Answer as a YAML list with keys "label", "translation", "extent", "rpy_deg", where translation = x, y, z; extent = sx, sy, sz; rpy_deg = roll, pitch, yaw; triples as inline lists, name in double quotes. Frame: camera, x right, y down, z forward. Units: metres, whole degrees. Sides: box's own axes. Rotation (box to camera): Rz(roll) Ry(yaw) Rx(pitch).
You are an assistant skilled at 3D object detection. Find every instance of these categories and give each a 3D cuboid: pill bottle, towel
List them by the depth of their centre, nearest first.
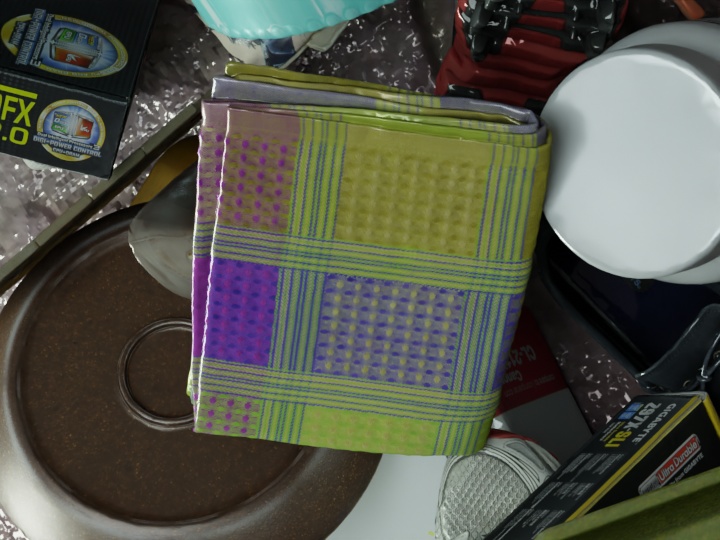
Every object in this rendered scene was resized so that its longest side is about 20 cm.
- label: "towel"
  translation: [0.000, 0.000, 1.266]
  extent: [0.143, 0.023, 0.200]
  rpy_deg: [6, 132, 0]
- label: "pill bottle"
  translation: [0.155, -0.054, 1.304]
  extent: [0.113, 0.200, 0.114]
  rpy_deg: [4, 99, 26]

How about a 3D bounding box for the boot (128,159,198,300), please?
- label: "boot"
  translation: [0.002, -0.021, 1.367]
  extent: [0.186, 0.200, 0.064]
  rpy_deg: [12, 110, 6]

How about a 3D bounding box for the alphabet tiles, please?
- label: "alphabet tiles"
  translation: [-0.143, -0.021, 1.449]
  extent: [0.200, 0.166, 0.006]
  rpy_deg: [-42, 92, -17]

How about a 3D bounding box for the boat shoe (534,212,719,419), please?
- label: "boat shoe"
  translation: [0.155, 0.034, 1.378]
  extent: [0.200, 0.062, 0.075]
  rpy_deg: [42, 113, -2]

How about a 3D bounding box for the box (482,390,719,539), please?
- label: "box"
  translation: [0.112, 0.174, 1.321]
  extent: [0.049, 0.200, 0.160]
  rpy_deg: [-2, 119, 49]

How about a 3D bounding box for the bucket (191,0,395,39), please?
- label: "bucket"
  translation: [-0.020, -0.205, 1.298]
  extent: [0.207, 0.207, 0.135]
  rpy_deg: [-14, 121, 27]

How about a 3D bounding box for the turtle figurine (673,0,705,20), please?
- label: "turtle figurine"
  translation: [0.150, -0.223, 1.361]
  extent: [0.161, 0.064, 0.200]
  rpy_deg: [-36, 69, 16]

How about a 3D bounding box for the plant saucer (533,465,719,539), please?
- label: "plant saucer"
  translation: [0.170, 0.175, 1.283]
  extent: [0.048, 0.199, 0.201]
  rpy_deg: [4, 110, 66]

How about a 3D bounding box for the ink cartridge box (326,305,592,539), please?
- label: "ink cartridge box"
  translation: [0.053, 0.140, 1.442]
  extent: [0.146, 0.083, 0.200]
  rpy_deg: [-30, 82, 25]

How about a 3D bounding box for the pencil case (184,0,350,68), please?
- label: "pencil case"
  translation: [-0.081, -0.185, 1.428]
  extent: [0.200, 0.078, 0.089]
  rpy_deg: [51, 153, -19]

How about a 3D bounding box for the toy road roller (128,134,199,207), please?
- label: "toy road roller"
  translation: [-0.099, 0.041, 1.469]
  extent: [0.123, 0.146, 0.200]
  rpy_deg: [40, 111, 16]

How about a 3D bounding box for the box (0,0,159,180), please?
- label: "box"
  translation: [-0.178, -0.125, 1.430]
  extent: [0.160, 0.200, 0.044]
  rpy_deg: [14, 120, -3]

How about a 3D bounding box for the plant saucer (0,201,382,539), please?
- label: "plant saucer"
  translation: [-0.084, 0.052, 1.395]
  extent: [0.199, 0.035, 0.201]
  rpy_deg: [-2, 67, 4]

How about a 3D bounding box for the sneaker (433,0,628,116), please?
- label: "sneaker"
  translation: [0.078, -0.127, 1.332]
  extent: [0.071, 0.201, 0.098]
  rpy_deg: [12, 68, -3]

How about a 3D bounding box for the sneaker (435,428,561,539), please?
- label: "sneaker"
  translation: [0.065, 0.171, 1.348]
  extent: [0.078, 0.082, 0.201]
  rpy_deg: [-3, 94, 24]

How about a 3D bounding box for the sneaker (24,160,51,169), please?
- label: "sneaker"
  translation: [-0.209, -0.114, 1.540]
  extent: [0.200, 0.081, 0.088]
  rpy_deg: [30, 111, 25]
